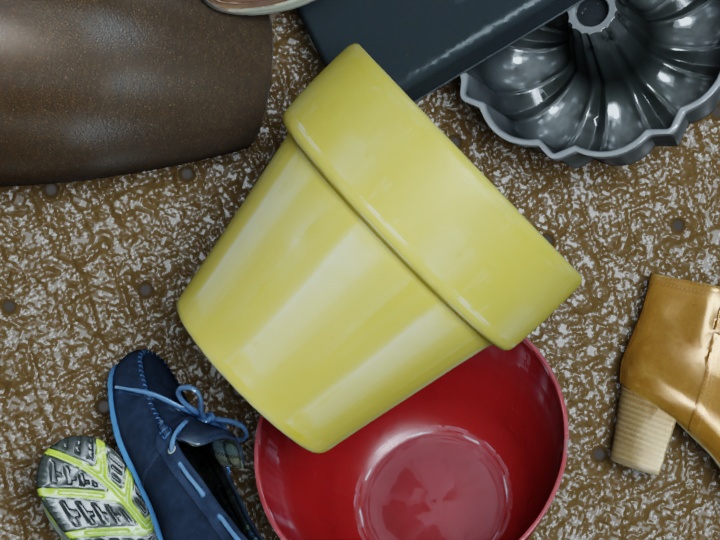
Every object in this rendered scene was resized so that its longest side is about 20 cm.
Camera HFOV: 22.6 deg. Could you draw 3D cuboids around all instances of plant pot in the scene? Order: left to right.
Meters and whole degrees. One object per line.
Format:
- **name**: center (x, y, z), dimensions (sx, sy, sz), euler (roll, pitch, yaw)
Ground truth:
- **plant pot**: center (-0.162, -0.136, 1.149), dimensions (0.199, 0.187, 0.188), euler (5, 89, -18)
- **plant pot**: center (0.000, 0.000, 1.080), dimensions (0.201, 0.201, 0.189), euler (45, 95, -2)

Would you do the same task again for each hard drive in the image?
- **hard drive**: center (0.054, -0.199, 1.176), dimensions (0.199, 0.033, 0.140), euler (-30, 66, 10)

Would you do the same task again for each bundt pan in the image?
- **bundt pan**: center (0.161, -0.156, 1.182), dimensions (0.200, 0.076, 0.203), euler (-6, 72, 20)

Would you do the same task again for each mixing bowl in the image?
- **mixing bowl**: center (0.039, 0.129, 1.162), dimensions (0.199, 0.109, 0.201), euler (-5, 61, 9)

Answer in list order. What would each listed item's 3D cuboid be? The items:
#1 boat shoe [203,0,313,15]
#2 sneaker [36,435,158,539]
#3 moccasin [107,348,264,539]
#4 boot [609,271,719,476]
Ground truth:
- **boat shoe**: center (-0.016, -0.226, 1.119), dimensions (0.199, 0.072, 0.076), euler (-29, 73, -13)
- **sneaker**: center (-0.142, 0.196, 1.181), dimensions (0.075, 0.076, 0.201), euler (-30, 89, -15)
- **moccasin**: center (-0.100, 0.127, 1.153), dimensions (0.068, 0.080, 0.201), euler (-40, 57, 19)
- **boot**: center (0.274, 0.085, 1.212), dimensions (0.200, 0.071, 0.145), euler (17, 91, 2)
